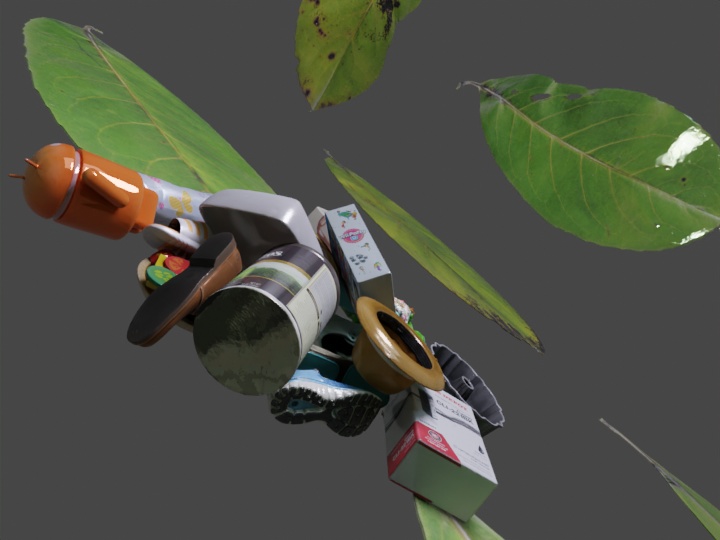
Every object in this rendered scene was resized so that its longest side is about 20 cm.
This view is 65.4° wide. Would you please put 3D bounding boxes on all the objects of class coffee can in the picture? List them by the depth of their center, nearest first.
[{"bbox_3d":[-0.121,0.059,0.784,0.145,0.147,0.200,35,22,0],"label":"coffee can"}]

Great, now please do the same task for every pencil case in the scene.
[{"bbox_3d":[-0.354,-0.121,1.032,0.090,0.085,0.199,3,-6,35],"label":"pencil case"}]

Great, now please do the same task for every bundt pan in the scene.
[{"bbox_3d":[0.182,0.241,1.089,0.201,0.076,0.202,41,16,-15],"label":"bundt pan"}]

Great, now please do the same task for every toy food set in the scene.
[{"bbox_3d":[-0.248,0.034,0.870,0.198,0.049,0.199,30,16,-20],"label":"toy food set"}]

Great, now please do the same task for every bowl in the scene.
[{"bbox_3d":[-0.153,-0.058,0.947,0.197,0.075,0.201,11,-35,26],"label":"bowl"}]

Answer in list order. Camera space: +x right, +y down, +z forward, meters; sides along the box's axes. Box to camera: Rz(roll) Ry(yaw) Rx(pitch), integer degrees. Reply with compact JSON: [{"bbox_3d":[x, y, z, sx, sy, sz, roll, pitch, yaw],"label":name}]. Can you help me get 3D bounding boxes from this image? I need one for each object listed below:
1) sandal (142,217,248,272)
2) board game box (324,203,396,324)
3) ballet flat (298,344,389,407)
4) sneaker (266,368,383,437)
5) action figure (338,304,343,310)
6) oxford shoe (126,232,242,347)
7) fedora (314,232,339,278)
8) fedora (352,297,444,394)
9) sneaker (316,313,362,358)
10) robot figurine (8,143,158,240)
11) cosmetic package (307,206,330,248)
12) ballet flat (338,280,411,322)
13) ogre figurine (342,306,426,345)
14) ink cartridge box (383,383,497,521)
[{"bbox_3d":[-0.269,-0.047,0.942,0.078,0.060,0.206,-7,-24,36],"label":"sandal"},{"bbox_3d":[0.000,0.000,1.017,0.201,0.063,0.149,-116,-167,-45],"label":"board game box"},{"bbox_3d":[-0.036,0.162,0.919,0.198,0.068,0.062,31,6,-19],"label":"ballet flat"},{"bbox_3d":[-0.051,0.177,0.819,0.198,0.079,0.090,25,15,-35],"label":"sneaker"},{"bbox_3d":[-0.095,0.010,1.255,0.200,0.055,0.118,45,15,8],"label":"action figure"},{"bbox_3d":[-0.226,0.038,0.759,0.070,0.200,0.072,12,-43,35],"label":"oxford shoe"},{"bbox_3d":[-0.134,-0.007,1.087,0.200,0.202,0.082,38,52,11],"label":"fedora"},{"bbox_3d":[0.044,0.132,0.869,0.200,0.082,0.201,43,11,-11],"label":"fedora"},{"bbox_3d":[0.001,0.143,1.025,0.198,0.075,0.118,21,14,-18],"label":"sneaker"},{"bbox_3d":[-0.410,-0.118,0.846,0.198,0.117,0.144,20,21,-43],"label":"robot figurine"},{"bbox_3d":[-0.044,-0.035,1.243,0.200,0.087,0.103,49,14,19],"label":"cosmetic package"},{"bbox_3d":[0.015,0.061,1.126,0.198,0.077,0.064,30,27,22],"label":"ballet flat"},{"bbox_3d":[0.060,0.126,1.183,0.198,0.100,0.119,26,28,28],"label":"ogre figurine"},{"bbox_3d":[0.117,0.268,0.889,0.143,0.084,0.200,31,15,-11],"label":"ink cartridge box"}]
